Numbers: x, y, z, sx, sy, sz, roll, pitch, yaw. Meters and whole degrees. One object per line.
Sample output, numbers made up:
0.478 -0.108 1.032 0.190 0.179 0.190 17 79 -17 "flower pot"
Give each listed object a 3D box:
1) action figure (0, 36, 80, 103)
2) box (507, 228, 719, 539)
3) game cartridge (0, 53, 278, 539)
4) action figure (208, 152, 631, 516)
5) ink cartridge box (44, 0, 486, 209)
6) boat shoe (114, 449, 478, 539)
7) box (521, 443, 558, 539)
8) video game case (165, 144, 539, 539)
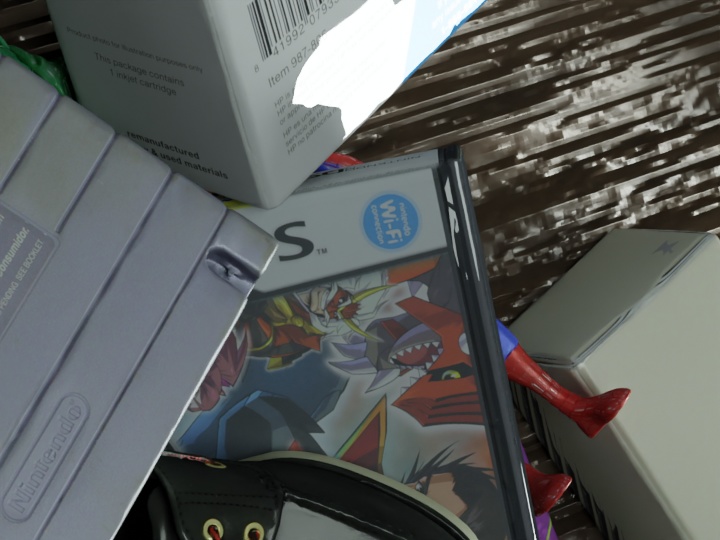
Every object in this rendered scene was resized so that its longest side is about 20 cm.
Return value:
-0.164 -0.032 0.816 0.199 0.055 0.119 -22 80 -34 "action figure"
0.138 0.085 0.987 0.082 0.068 0.200 -40 110 -20 "box"
-0.123 0.039 0.760 0.129 0.038 0.201 33 66 -7 "game cartridge"
0.000 0.000 0.893 0.200 0.052 0.066 37 68 2 "action figure"
-0.037 -0.146 0.816 0.145 0.084 0.201 -45 137 -33 "ink cartridge box"
-0.058 0.091 0.823 0.200 0.063 0.074 13 103 -3 "boat shoe"
0.005 0.115 0.935 0.143 0.036 0.201 -28 103 -25 "box"
-0.036 0.073 0.861 0.180 0.026 0.201 -11 103 4 "video game case"
